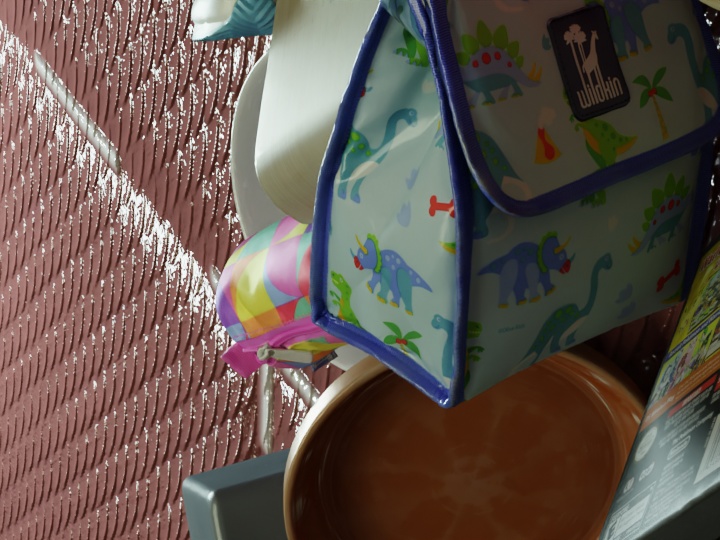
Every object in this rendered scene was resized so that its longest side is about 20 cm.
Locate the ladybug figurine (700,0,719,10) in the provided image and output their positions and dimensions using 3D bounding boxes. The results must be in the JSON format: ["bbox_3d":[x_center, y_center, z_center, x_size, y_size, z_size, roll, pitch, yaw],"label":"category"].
[{"bbox_3d":[0.143,-0.190,1.183,0.201,0.072,0.136,62,159,26],"label":"ladybug figurine"}]

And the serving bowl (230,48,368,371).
[{"bbox_3d":[0.011,-0.043,1.558,0.200,0.066,0.201,26,125,43],"label":"serving bowl"}]

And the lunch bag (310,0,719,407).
[{"bbox_3d":[0.077,-0.062,1.270,0.127,0.170,0.201,29,127,39],"label":"lunch bag"}]

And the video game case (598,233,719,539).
[{"bbox_3d":[0.170,0.034,1.177,0.181,0.025,0.200,-67,8,-27],"label":"video game case"}]

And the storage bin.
[{"bbox_3d":[-0.028,0.164,1.644,0.200,0.134,0.146,175,84,-81],"label":"storage bin"}]

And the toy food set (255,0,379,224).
[{"bbox_3d":[0.013,-0.137,1.433,0.143,0.060,0.201,-30,47,53],"label":"toy food set"}]

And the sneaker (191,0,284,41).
[{"bbox_3d":[-0.059,-0.179,1.579,0.200,0.076,0.081,-87,-7,-74],"label":"sneaker"}]

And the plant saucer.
[{"bbox_3d":[0.059,0.110,1.410,0.032,0.199,0.201,-97,7,-58],"label":"plant saucer"}]

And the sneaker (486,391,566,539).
[{"bbox_3d":[0.098,0.094,1.479,0.070,0.082,0.201,16,140,39],"label":"sneaker"}]

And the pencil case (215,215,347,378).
[{"bbox_3d":[0.000,0.000,1.468,0.200,0.088,0.089,-27,78,54],"label":"pencil case"}]
